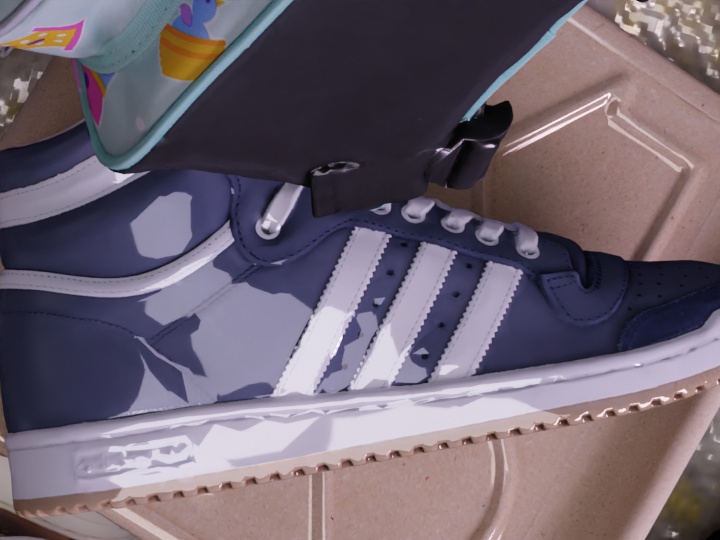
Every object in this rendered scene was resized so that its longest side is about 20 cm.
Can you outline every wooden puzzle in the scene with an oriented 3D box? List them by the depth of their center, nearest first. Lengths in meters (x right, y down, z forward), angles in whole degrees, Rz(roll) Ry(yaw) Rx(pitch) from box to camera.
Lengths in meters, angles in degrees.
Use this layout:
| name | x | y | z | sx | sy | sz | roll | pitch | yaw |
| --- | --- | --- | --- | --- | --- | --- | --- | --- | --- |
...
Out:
| name | x | y | z | sx | sy | sz | roll | pitch | yaw |
| --- | --- | --- | --- | --- | --- | --- | --- | --- | --- |
| wooden puzzle | 0.000 | 0.000 | 0.793 | 0.199 | 0.046 | 0.186 | 32 | 80 | -4 |

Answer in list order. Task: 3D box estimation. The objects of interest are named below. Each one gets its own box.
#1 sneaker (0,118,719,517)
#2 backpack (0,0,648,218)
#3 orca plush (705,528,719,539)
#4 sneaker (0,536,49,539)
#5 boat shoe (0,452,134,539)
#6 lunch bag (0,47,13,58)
| name | x | y | z | sx | sy | sz | roll | pitch | yaw |
| --- | --- | --- | --- | --- | --- | --- | --- | --- | --- |
| sneaker | 0.004 | -0.008 | 0.736 | 0.199 | 0.070 | 0.109 | -10 | 88 | -7 |
| backpack | -0.023 | -0.136 | 0.653 | 0.153 | 0.201 | 0.176 | 13 | 137 | -36 |
| orca plush | 0.088 | 0.091 | 0.826 | 0.071 | 0.105 | 0.200 | 43 | 99 | 23 |
| sneaker | -0.149 | 0.125 | 0.784 | 0.199 | 0.100 | 0.075 | -17 | 115 | 36 |
| boat shoe | -0.152 | 0.029 | 0.803 | 0.202 | 0.075 | 0.075 | 34 | 122 | -5 |
| lunch bag | -0.145 | -0.149 | 0.757 | 0.175 | 0.082 | 0.201 | 0 | 103 | -7 |
